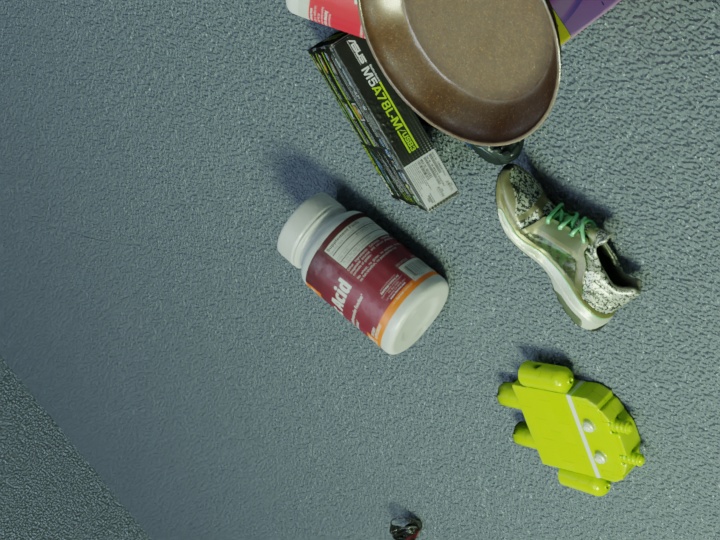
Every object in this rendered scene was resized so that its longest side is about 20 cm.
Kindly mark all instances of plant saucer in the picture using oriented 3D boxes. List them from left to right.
[{"bbox_3d":[0.082,-0.194,0.991,0.200,0.037,0.201,32,143,27],"label":"plant saucer"}]

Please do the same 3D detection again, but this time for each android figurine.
[{"bbox_3d":[0.250,0.186,1.494,0.200,0.041,0.183,10,129,50],"label":"android figurine"}]

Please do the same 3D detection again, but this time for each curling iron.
[{"bbox_3d":[0.059,0.434,2.001,0.049,0.026,0.200,10,147,-3],"label":"curling iron"}]

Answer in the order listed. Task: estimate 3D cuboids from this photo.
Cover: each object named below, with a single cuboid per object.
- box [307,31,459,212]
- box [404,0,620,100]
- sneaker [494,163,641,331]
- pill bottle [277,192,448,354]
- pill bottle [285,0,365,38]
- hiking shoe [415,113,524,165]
[{"bbox_3d":[0.021,-0.163,1.356,0.201,0.047,0.193,59,178,-11],"label":"box"},{"bbox_3d":[0.119,-0.277,1.061,0.200,0.176,0.097,56,148,-6],"label":"box"},{"bbox_3d":[0.219,-0.036,1.295,0.200,0.077,0.088,51,136,-8],"label":"sneaker"},{"bbox_3d":[0.000,0.000,1.556,0.200,0.114,0.114,39,147,20],"label":"pill bottle"},{"bbox_3d":[0.039,-0.266,1.190,0.199,0.113,0.112,19,143,3],"label":"pill bottle"},{"bbox_3d":[0.096,-0.176,1.309,0.200,0.074,0.087,50,158,22],"label":"hiking shoe"}]
